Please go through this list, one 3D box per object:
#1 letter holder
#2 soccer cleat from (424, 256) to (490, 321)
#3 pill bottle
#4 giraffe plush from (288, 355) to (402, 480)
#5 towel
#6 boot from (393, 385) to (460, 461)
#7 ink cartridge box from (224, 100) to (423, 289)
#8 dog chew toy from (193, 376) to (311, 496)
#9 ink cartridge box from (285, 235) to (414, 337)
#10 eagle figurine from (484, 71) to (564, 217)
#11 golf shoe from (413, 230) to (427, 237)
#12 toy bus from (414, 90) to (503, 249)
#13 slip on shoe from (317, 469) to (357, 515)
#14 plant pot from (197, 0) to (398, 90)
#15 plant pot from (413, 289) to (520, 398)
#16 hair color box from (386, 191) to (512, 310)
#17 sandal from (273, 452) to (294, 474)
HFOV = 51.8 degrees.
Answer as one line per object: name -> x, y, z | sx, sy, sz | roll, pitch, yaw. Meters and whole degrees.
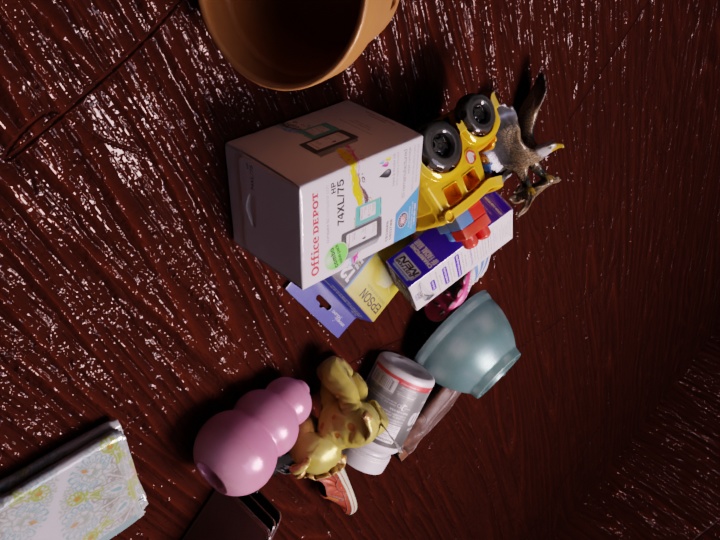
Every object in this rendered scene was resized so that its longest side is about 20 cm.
letter holder -> -0.208, 0.464, 1.179 | 0.200, 0.142, 0.101 | -57, 145, -1
soccer cleat -> 0.194, 0.012, 1.374 | 0.086, 0.070, 0.200 | 26, 95, -54
pill bottle -> 0.043, 0.259, 1.346 | 0.114, 0.114, 0.200 | 13, 106, -53
giraffe plush -> -0.049, 0.258, 1.195 | 0.162, 0.200, 0.173 | -36, 139, 2
towel -> -0.374, 0.297, 0.936 | 0.200, 0.048, 0.171 | -30, 134, -33
boot -> 0.131, 0.283, 1.513 | 0.200, 0.064, 0.186 | -41, 155, -16
ink cartridge box -> -0.045, -0.101, 0.934 | 0.200, 0.146, 0.147 | -28, 135, -34
dog chew toy -> -0.150, 0.236, 1.099 | 0.200, 0.124, 0.125 | -42, 143, -34
ink cartridge box -> 0.000, 0.000, 1.157 | 0.200, 0.047, 0.198 | -54, 146, -9
eagle figurine -> 0.278, -0.221, 1.277 | 0.200, 0.151, 0.152 | 62, 18, -20
golf shoe -> 0.147, -0.092, 1.206 | 0.091, 0.075, 0.200 | -35, 163, 28
toy bus -> 0.137, -0.136, 1.066 | 0.200, 0.136, 0.192 | -39, 102, -27
slip on shoe -> -0.050, 0.403, 1.395 | 0.061, 0.074, 0.200 | -23, 138, -7
plant pot -> -0.048, -0.295, 0.760 | 0.140, 0.200, 0.200 | -34, 142, -55
plant pot -> 0.216, 0.155, 1.403 | 0.200, 0.134, 0.200 | -40, 162, -16
hair color box -> 0.142, -0.034, 1.157 | 0.200, 0.065, 0.109 | -38, 156, -5
sandal -> -0.110, 0.318, 1.267 | 0.200, 0.045, 0.075 | -20, 130, -41
